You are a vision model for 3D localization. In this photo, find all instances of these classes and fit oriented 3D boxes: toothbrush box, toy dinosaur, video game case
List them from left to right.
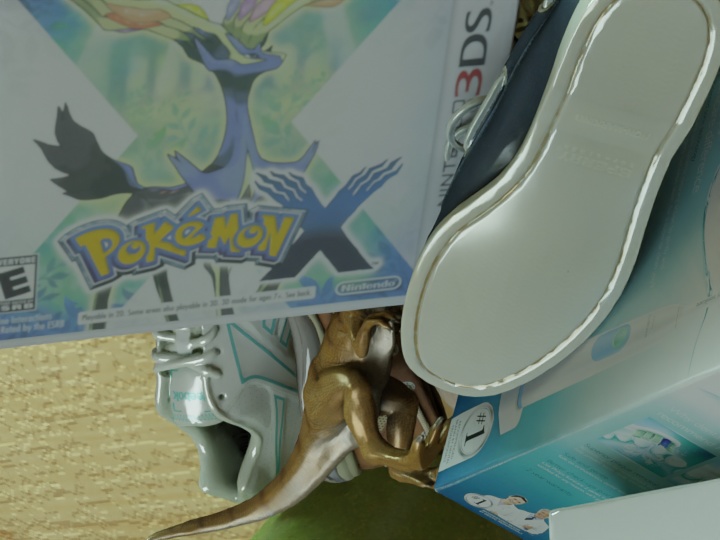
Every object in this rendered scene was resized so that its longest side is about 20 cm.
[{"bbox_3d":[-0.042,-0.057,1.015,0.199,0.022,0.183,-6,128,-18],"label":"video game case"},{"bbox_3d":[-0.006,0.058,1.191,0.106,0.060,0.201,36,119,26],"label":"toy dinosaur"},{"bbox_3d":[0.128,0.012,1.043,0.085,0.147,0.200,29,148,-21],"label":"toothbrush box"}]

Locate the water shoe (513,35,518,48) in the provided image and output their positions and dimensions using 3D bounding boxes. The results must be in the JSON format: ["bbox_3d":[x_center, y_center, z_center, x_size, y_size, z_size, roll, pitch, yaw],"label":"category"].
[{"bbox_3d":[-0.001,-0.091,1.065,0.200,0.079,0.072,42,-177,-24],"label":"water shoe"}]

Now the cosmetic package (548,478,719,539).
[{"bbox_3d":[0.189,0.106,0.994,0.199,0.052,0.150,-14,158,33],"label":"cosmetic package"}]

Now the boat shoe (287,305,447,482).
[{"bbox_3d":[0.000,0.000,1.224,0.071,0.076,0.201,-8,125,3],"label":"boat shoe"}]

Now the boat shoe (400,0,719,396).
[{"bbox_3d":[0.068,-0.041,1.004,0.074,0.062,0.201,15,126,-9],"label":"boat shoe"}]

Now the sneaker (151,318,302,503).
[{"bbox_3d":[-0.063,0.024,1.286,0.070,0.080,0.201,9,136,35],"label":"sneaker"}]

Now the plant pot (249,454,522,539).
[{"bbox_3d":[-0.005,0.188,1.339,0.199,0.185,0.201,22,142,18],"label":"plant pot"}]

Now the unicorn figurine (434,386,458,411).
[{"bbox_3d":[0.086,0.069,1.219,0.137,0.074,0.201,21,141,12],"label":"unicorn figurine"}]
